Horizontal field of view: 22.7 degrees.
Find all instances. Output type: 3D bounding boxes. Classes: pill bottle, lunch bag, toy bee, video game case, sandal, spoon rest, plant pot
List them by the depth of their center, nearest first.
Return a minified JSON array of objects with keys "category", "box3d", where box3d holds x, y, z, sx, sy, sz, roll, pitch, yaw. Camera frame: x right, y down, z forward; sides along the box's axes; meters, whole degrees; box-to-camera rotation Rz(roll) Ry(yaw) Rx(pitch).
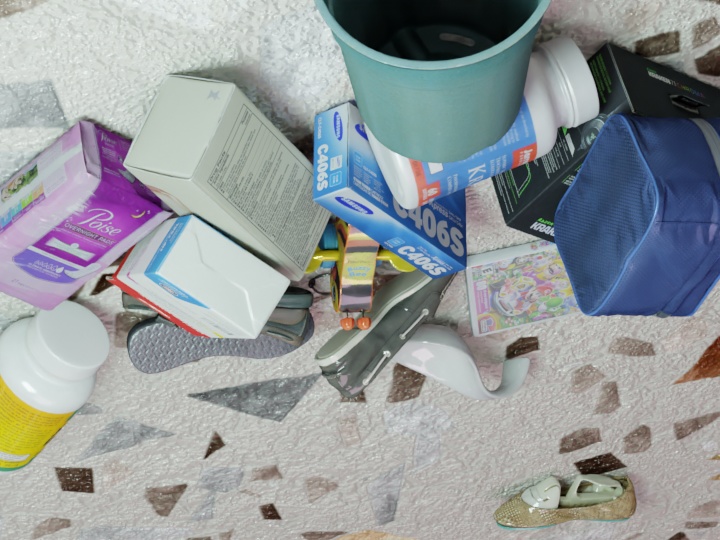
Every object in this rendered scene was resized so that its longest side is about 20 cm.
[{"category":"plant pot","box3d":[0.064,-0.201,1.503,0.200,0.200,0.196,-12,154,-1]},{"category":"pill bottle","box3d":[0.111,-0.141,1.642,0.200,0.112,0.112,-22,146,-6]},{"category":"lunch bag","box3d":[0.277,-0.043,1.662,0.132,0.136,0.200,1,142,-21]},{"category":"toy bee","box3d":[0.000,0.000,1.819,0.131,0.109,0.200,-14,144,5]},{"category":"pill bottle","box3d":[-0.344,0.119,1.871,0.113,0.113,0.200,15,136,-34]},{"category":"sandal","box3d":[-0.149,0.058,1.907,0.200,0.043,0.076,-7,108,-9]},{"category":"video game case","box3d":[0.216,0.009,1.983,0.200,0.018,0.143,-13,145,-1]},{"category":"spoon rest","box3d":[0.112,0.107,2.038,0.200,0.061,0.099,18,158,-39]}]

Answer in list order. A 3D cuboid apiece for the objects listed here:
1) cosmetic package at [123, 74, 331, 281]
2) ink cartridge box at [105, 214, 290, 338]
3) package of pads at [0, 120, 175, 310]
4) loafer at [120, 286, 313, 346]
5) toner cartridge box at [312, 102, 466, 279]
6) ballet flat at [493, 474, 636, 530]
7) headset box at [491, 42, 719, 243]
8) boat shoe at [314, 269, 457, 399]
[{"category":"cosmetic package","box3d":[-0.115,-0.083,1.650,0.087,0.103,0.200,13,159,35]},{"category":"ink cartridge box","box3d":[-0.160,0.009,1.713,0.116,0.067,0.200,34,167,-18]},{"category":"package of pads","box3d":[-0.279,-0.047,1.691,0.200,0.076,0.120,-35,142,28]},{"category":"loafer","box3d":[-0.148,0.045,1.844,0.200,0.072,0.063,3,100,-12]},{"category":"toner cartridge box","box3d":[0.031,-0.074,1.733,0.043,0.095,0.200,-19,148,31]},{"category":"ballet flat","box3d":[0.273,0.301,2.388,0.200,0.071,0.065,-4,117,-17]},{"category":"headset box","box3d":[0.256,-0.114,1.757,0.174,0.093,0.200,17,135,-36]},{"category":"boat shoe","box3d":[0.036,0.055,1.875,0.200,0.067,0.057,-41,110,-23]}]
